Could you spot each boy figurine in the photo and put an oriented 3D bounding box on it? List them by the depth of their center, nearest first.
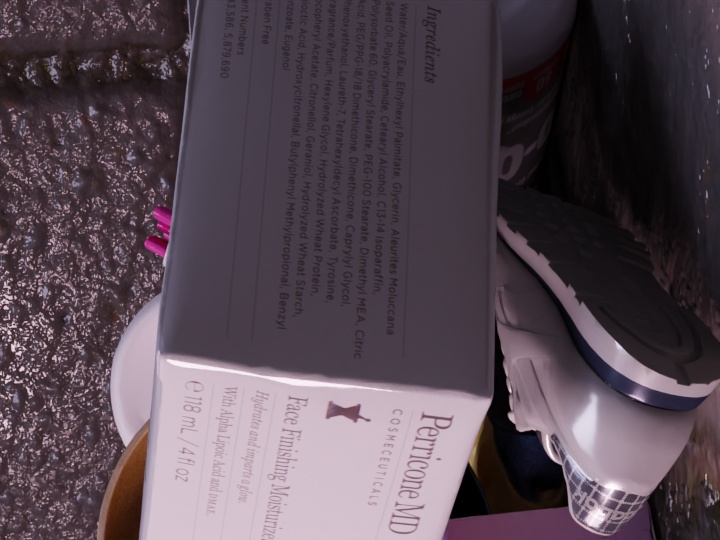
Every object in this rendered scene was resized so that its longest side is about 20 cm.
[{"bbox_3d":[0.072,0.102,1.102,0.200,0.064,0.125,101,156,-53],"label":"boy figurine"}]

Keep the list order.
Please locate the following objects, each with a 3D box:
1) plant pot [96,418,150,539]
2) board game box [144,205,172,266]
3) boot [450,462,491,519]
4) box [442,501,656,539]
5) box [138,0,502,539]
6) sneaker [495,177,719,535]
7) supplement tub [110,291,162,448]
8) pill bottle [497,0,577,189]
[{"bbox_3d":[-0.034,0.165,1.275,0.200,0.185,0.188,39,-137,-73],"label":"plant pot"},{"bbox_3d":[-0.057,-0.118,1.403,0.200,0.026,0.201,-35,-31,-54],"label":"board game box"},{"bbox_3d":[0.010,0.061,1.064,0.201,0.074,0.097,67,154,2],"label":"boot"},{"bbox_3d":[0.081,0.222,0.998,0.200,0.096,0.177,108,156,-66],"label":"box"},{"bbox_3d":[-0.019,0.012,0.927,0.199,0.130,0.201,102,173,-55],"label":"box"},{"bbox_3d":[0.083,0.026,0.898,0.200,0.076,0.081,-109,34,-63],"label":"sneaker"},{"bbox_3d":[-0.063,0.081,1.481,0.200,0.144,0.146,8,-105,-65],"label":"supplement tub"},{"bbox_3d":[0.038,-0.075,1.070,0.201,0.113,0.114,96,166,-53],"label":"pill bottle"}]
